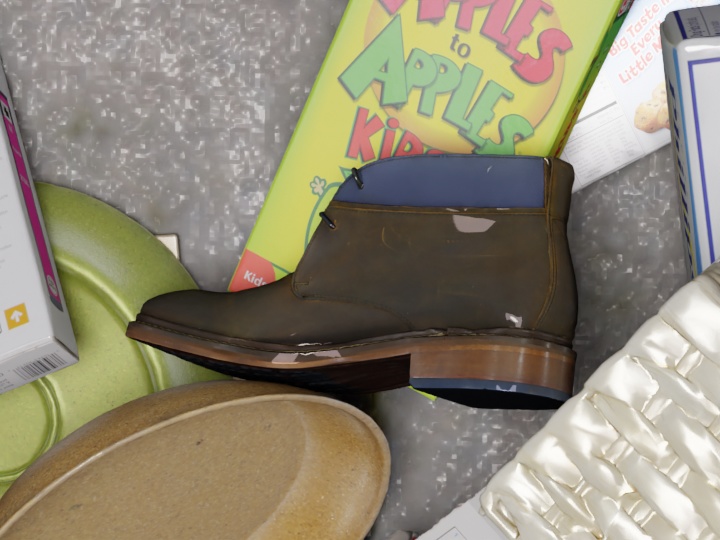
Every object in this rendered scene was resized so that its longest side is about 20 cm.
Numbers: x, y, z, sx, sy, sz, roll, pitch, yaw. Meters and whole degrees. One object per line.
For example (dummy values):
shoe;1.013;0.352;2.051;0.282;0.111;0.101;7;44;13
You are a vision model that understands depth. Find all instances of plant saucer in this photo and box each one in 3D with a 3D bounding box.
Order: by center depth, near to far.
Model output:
plant saucer;-0.083;0.106;1.189;0.200;0.200;0.036;-38;58;9
plant saucer;-0.154;0.062;1.251;0.199;0.031;0.201;1;96;7

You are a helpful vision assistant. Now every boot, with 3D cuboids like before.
boot;0.000;0.000;1.166;0.199;0.075;0.098;5;81;26

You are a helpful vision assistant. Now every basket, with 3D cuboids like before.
basket;0.157;0.102;1.044;0.200;0.123;0.136;46;104;11

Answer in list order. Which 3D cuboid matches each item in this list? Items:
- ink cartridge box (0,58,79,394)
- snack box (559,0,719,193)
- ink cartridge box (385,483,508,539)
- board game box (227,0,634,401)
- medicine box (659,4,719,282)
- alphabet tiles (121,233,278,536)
ink cartridge box;-0.188;-0.035;1.225;0.094;0.037;0.201;-22;66;9
snack box;0.134;-0.096;1.207;0.199;0.024;0.072;-27;93;9
ink cartridge box;0.068;0.167;1.173;0.161;0.050;0.200;48;141;1
board game box;0.031;-0.060;1.189;0.101;0.048;0.201;28;110;10
medicine box;0.228;-0.021;1.151;0.199;0.103;0.183;-7;102;5
alphabet tiles;-0.137;0.072;1.268;0.199;0.008;0.168;-4;95;8
